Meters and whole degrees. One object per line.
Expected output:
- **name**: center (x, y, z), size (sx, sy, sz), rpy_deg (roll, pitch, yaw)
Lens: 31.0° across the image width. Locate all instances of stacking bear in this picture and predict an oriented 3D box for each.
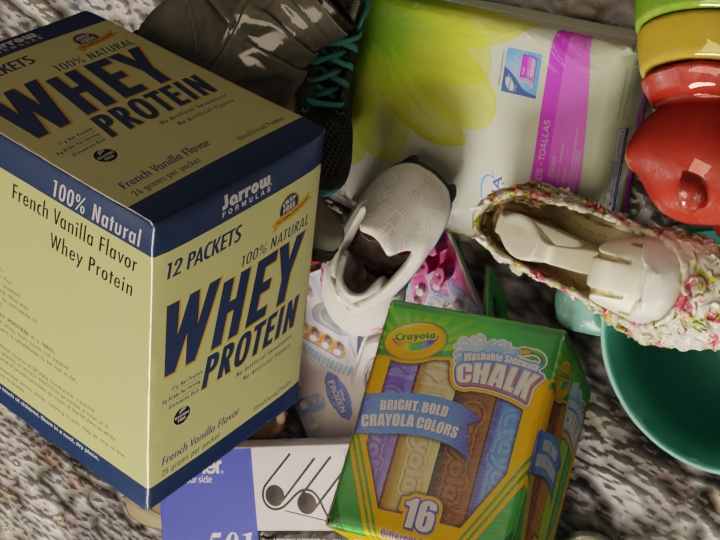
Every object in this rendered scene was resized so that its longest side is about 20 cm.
- **stacking bear**: center (0.197, -0.122, 0.715), size (0.113, 0.121, 0.201), rpy_deg (5, 81, 30)

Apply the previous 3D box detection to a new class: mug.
- **mug**: center (0.230, 0.026, 0.797), size (0.185, 0.114, 0.152), rpy_deg (48, 126, 22)

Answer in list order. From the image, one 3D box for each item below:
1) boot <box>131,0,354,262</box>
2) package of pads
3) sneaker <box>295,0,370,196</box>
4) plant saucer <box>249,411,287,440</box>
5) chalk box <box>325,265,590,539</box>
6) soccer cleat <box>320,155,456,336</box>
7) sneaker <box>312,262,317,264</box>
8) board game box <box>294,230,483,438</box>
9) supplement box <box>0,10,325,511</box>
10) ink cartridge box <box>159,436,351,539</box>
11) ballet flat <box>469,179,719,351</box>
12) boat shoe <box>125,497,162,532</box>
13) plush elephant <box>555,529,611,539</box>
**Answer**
- **boot**: center (-0.050, -0.113, 0.803), size (0.131, 0.068, 0.200), rpy_deg (-42, 87, 15)
- **package of pads**: center (0.087, -0.097, 0.871), size (0.199, 0.068, 0.155), rpy_deg (19, 116, 28)
- **sneaker**: center (-0.031, -0.150, 0.850), size (0.091, 0.077, 0.201), rpy_deg (-13, 83, 58)
- **plant saucer**: center (-0.135, 0.059, 1.039), size (0.200, 0.029, 0.200), rpy_deg (29, 150, 18)
- **chalk box**: center (0.077, 0.099, 0.864), size (0.123, 0.124, 0.201), rpy_deg (10, 72, 23)
- **soccer cleat**: center (0.000, 0.000, 0.885), size (0.070, 0.086, 0.200), rpy_deg (36, 146, 6)
- **sneaker**: center (-0.059, -0.015, 0.947), size (0.200, 0.115, 0.079), rpy_deg (45, 133, 49)
- **board game box**: center (0.020, 0.087, 1.006), size (0.200, 0.026, 0.201), rpy_deg (-19, 96, 35)
- **supplement box**: center (-0.144, -0.012, 0.760), size (0.200, 0.134, 0.200), rpy_deg (29, 131, 27)
- **ink cartridge box**: center (-0.063, 0.181, 1.019), size (0.199, 0.044, 0.094), rpy_deg (-5, 89, 25)
- **ballet flat**: center (0.137, -0.002, 0.750), size (0.200, 0.064, 0.076), rpy_deg (23, 104, 48)
- **boat shoe**: center (-0.122, 0.192, 1.105), size (0.199, 0.072, 0.072), rpy_deg (13, 115, 34)
- **plush elephant**: center (0.107, 0.248, 0.943), size (0.164, 0.200, 0.155), rpy_deg (3, 87, 16)
